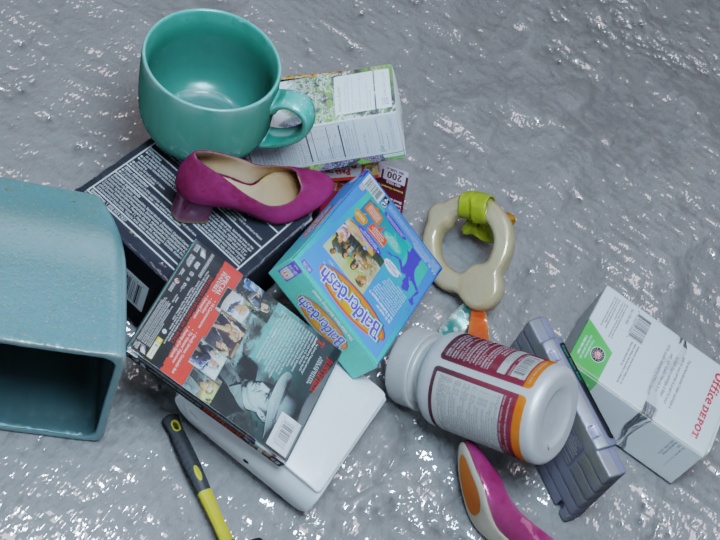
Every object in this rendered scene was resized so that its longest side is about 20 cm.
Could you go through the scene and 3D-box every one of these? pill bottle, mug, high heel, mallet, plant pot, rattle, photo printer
[{"bbox_3d":[0.131,0.132,1.245,0.198,0.111,0.109,17,41,36],"label":"pill bottle"},{"bbox_3d":[-0.158,-0.180,1.229,0.151,0.115,0.186,-29,67,-31],"label":"mug"},{"bbox_3d":[-0.105,-0.098,1.213,0.197,0.097,0.068,-14,63,-31],"label":"high heel"},{"bbox_3d":[-0.148,0.232,1.158,0.065,0.041,0.202,-8,56,-25],"label":"mallet"},{"bbox_3d":[0.178,0.271,1.235,0.094,0.068,0.203,-17,68,-20],"label":"high heel"},{"bbox_3d":[-0.330,0.027,1.114,0.192,0.197,0.203,9,57,-16],"label":"plant pot"},{"bbox_3d":[0.152,0.011,1.444,0.128,0.143,0.204,-13,74,7],"label":"rattle"},{"bbox_3d":[-0.090,0.137,1.220,0.199,0.070,0.167,38,51,3],"label":"photo printer"}]

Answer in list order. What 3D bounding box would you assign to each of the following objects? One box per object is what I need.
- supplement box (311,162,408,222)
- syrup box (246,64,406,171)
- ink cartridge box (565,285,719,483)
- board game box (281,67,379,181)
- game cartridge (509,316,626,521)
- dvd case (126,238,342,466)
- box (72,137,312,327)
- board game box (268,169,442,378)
[{"bbox_3d":[-0.009,-0.049,1.400,0.107,0.061,0.203,18,52,-10],"label":"supplement box"},{"bbox_3d":[-0.050,-0.173,1.331,0.196,0.082,0.080,-9,53,6],"label":"syrup box"},{"bbox_3d":[0.344,0.140,1.393,0.199,0.084,0.146,36,50,5],"label":"ink cartridge box"},{"bbox_3d":[-0.073,-0.180,1.422,0.196,0.047,0.154,-3,53,8],"label":"board game box"},{"bbox_3d":[0.225,0.169,1.294,0.038,0.130,0.202,-9,60,-29],"label":"game cartridge"},{"bbox_3d":[-0.125,0.083,1.149,0.199,0.022,0.147,37,56,-14],"label":"dvd case"},{"bbox_3d":[-0.196,-0.039,1.273,0.199,0.124,0.198,41,52,8],"label":"box"},{"bbox_3d":[0.000,0.000,1.273,0.153,0.045,0.200,52,40,-11],"label":"board game box"}]
